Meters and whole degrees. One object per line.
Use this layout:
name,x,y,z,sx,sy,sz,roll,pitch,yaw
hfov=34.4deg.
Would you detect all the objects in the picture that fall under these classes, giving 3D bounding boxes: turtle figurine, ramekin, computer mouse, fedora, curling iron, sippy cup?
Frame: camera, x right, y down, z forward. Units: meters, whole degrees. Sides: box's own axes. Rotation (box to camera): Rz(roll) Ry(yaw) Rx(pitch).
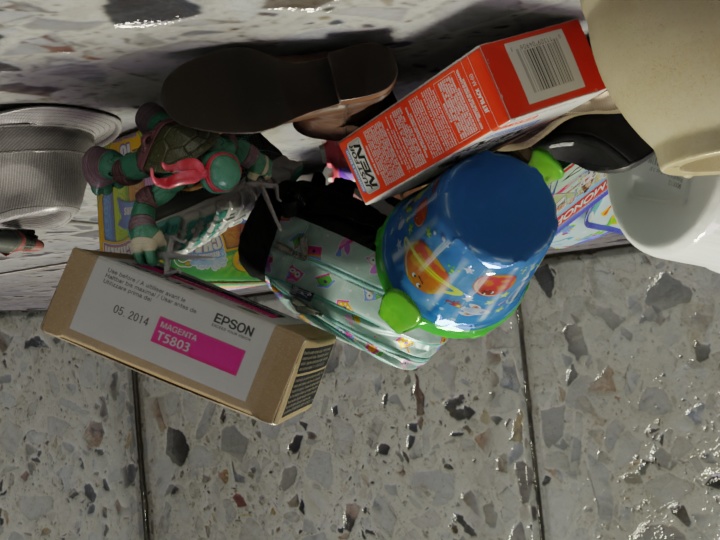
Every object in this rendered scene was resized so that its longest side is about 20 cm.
turtle figurine,-0.140,-0.079,0.938,0.150,0.101,0.200,-27,-146,-30
ramekin,0.301,-0.097,1.009,0.097,0.201,0.200,5,172,-23
computer mouse,0.169,-0.115,1.031,0.140,0.046,0.200,-37,-154,-9
fedora,-0.315,-0.084,1.064,0.200,0.091,0.177,-7,175,23
curling iron,-0.341,-0.026,1.100,0.049,0.026,0.200,1,-178,-4
sippy cup,0.092,-0.028,0.939,0.139,0.178,0.130,13,157,-11

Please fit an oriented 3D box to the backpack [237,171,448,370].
backpack,0.000,0.000,1.064,0.200,0.127,0.167,28,-161,9

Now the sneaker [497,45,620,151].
sneaker,0.152,-0.157,0.979,0.075,0.071,0.200,24,154,-39

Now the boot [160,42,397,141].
boot,-0.057,-0.136,0.957,0.186,0.064,0.200,-5,180,-1

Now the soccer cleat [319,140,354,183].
soccer cleat,-0.001,-0.122,1.160,0.076,0.067,0.200,-10,173,2

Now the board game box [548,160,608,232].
board game box,0.197,-0.081,1.147,0.200,0.029,0.135,-37,155,-20

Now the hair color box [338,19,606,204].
hair color box,0.084,-0.122,0.925,0.111,0.064,0.200,-22,179,-34

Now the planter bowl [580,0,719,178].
planter bowl,0.256,-0.138,0.787,0.200,0.135,0.200,-5,175,0

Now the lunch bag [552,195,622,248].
lunch bag,0.271,-0.104,1.381,0.200,0.128,0.170,-23,164,31

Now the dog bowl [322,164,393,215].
dog bowl,0.033,-0.045,1.333,0.200,0.079,0.200,28,-161,-11

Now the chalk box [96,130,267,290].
chalk box,-0.177,-0.034,1.157,0.124,0.201,0.124,-1,174,-44

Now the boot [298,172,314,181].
boot,-0.054,-0.096,1.467,0.090,0.073,0.200,9,-178,31

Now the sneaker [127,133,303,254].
sneaker,-0.146,-0.079,1.064,0.200,0.091,0.078,-32,168,-46

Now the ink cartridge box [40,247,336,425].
ink cartridge box,-0.132,0.051,0.948,0.200,0.075,0.165,22,180,7

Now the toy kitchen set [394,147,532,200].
toy kitchen set,0.113,-0.124,1.205,0.200,0.180,0.163,-52,158,22
